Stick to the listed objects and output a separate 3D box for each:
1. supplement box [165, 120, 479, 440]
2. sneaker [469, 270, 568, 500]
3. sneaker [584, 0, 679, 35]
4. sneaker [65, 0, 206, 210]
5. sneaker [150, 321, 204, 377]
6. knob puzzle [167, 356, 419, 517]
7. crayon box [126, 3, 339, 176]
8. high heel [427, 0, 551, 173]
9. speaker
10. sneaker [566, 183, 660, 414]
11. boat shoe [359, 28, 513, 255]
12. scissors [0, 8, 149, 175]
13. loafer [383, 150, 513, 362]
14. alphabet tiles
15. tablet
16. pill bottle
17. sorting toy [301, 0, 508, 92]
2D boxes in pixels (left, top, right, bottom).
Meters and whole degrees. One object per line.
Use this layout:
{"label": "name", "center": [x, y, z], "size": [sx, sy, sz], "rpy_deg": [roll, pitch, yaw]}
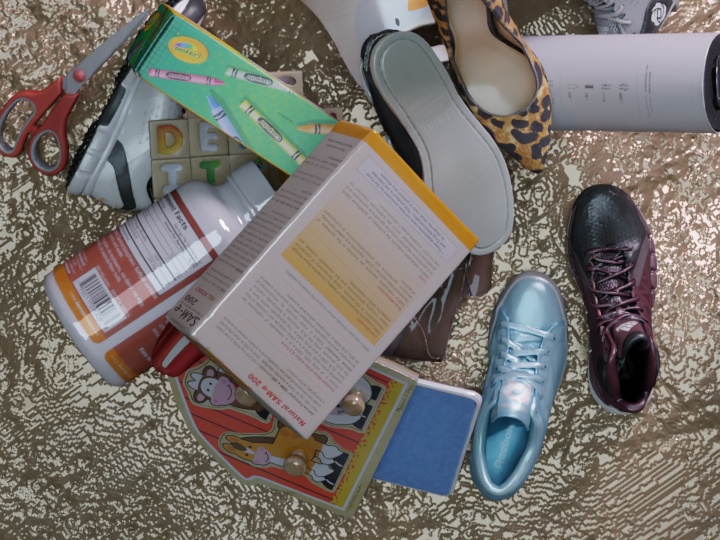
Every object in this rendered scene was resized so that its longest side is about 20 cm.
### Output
{"label": "supplement box", "center": [-0.028, 0.006, 1.206], "size": [0.200, 0.074, 0.126], "rpy_deg": [-48, 114, -7]}
{"label": "sneaker", "center": [0.138, 0.101, 1.392], "size": [0.074, 0.082, 0.201], "rpy_deg": [8, 92, 1]}
{"label": "sneaker", "center": [0.192, -0.227, 1.358], "size": [0.200, 0.075, 0.116], "rpy_deg": [-11, 113, -24]}
{"label": "sneaker", "center": [-0.177, -0.143, 1.407], "size": [0.080, 0.074, 0.200], "rpy_deg": [26, 97, -15]}
{"label": "sneaker", "center": [-0.059, 0.037, 1.271], "size": [0.200, 0.078, 0.116], "rpy_deg": [-42, 104, 4]}
{"label": "knob puzzle", "center": [-0.073, 0.118, 1.372], "size": [0.219, 0.030, 0.220], "rpy_deg": [7, 126, 10]}
{"label": "crayon box", "center": [-0.088, -0.134, 1.321], "size": [0.200, 0.119, 0.058], "rpy_deg": [33, 95, -16]}
{"label": "high heel", "center": [0.099, -0.157, 1.260], "size": [0.071, 0.143, 0.200], "rpy_deg": [-20, 100, 12]}
{"label": "speaker", "center": [0.203, -0.153, 1.337], "size": [0.200, 0.081, 0.081], "rpy_deg": [3, 93, 33]}
{"label": "sneaker", "center": [0.222, 0.026, 1.370], "size": [0.075, 0.116, 0.201], "rpy_deg": [-9, 92, 2]}
{"label": "boat shoe", "center": [0.062, -0.106, 1.324], "size": [0.075, 0.060, 0.200], "rpy_deg": [-27, 108, -10]}
{"label": "scissors", "center": [-0.249, -0.162, 1.384], "size": [0.073, 0.014, 0.200], "rpy_deg": [37, 122, 1]}
{"label": "loafer", "center": [0.083, -0.009, 1.402], "size": [0.071, 0.073, 0.200], "rpy_deg": [26, 98, -10]}
{"label": "alphabet tiles", "center": [-0.094, -0.068, 1.401], "size": [0.166, 0.006, 0.201], "rpy_deg": [-5, 104, -10]}
{"label": "tablet", "center": [-0.005, 0.126, 1.397], "size": [0.199, 0.014, 0.130], "rpy_deg": [13, 130, 1]}
{"label": "pill bottle", "center": [-0.149, -0.002, 1.344], "size": [0.200, 0.112, 0.112], "rpy_deg": [-33, 91, -3]}
{"label": "sorting toy", "center": [0.041, -0.244, 1.359], "size": [0.199, 0.107, 0.180], "rpy_deg": [-16, 82, 2]}
